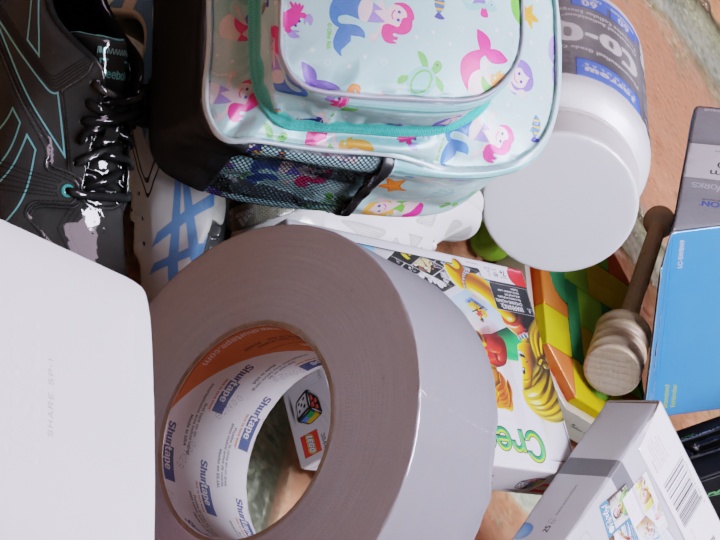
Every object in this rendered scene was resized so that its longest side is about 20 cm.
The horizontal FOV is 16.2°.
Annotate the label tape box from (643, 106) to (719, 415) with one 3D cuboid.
[{"bbox_3d":[0.226,0.007,1.621,0.200,0.063,0.145,-70,164,-55],"label":"label tape box"}]

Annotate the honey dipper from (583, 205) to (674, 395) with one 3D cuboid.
[{"bbox_3d":[0.178,0.013,1.642,0.038,0.038,0.200,56,28,-18],"label":"honey dipper"}]

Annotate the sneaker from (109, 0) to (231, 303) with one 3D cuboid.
[{"bbox_3d":[-0.102,-0.048,1.304,0.072,0.072,0.201,82,7,-76],"label":"sneaker"}]

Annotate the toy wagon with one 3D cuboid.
[{"bbox_3d":[0.130,0.012,1.633,0.155,0.039,0.201,31,46,-45],"label":"toy wagon"}]

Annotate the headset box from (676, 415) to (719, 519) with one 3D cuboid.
[{"bbox_3d":[0.268,0.179,1.608,0.201,0.173,0.093,60,33,-13],"label":"headset box"}]

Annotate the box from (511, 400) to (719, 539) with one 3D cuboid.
[{"bbox_3d":[0.132,0.193,1.364,0.200,0.041,0.156,-52,125,-37],"label":"box"}]

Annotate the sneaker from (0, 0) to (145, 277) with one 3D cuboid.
[{"bbox_3d":[-0.144,-0.069,1.227,0.075,0.079,0.201,-3,75,-57],"label":"sneaker"}]

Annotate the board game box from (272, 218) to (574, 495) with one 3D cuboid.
[{"bbox_3d":[0.030,0.049,1.341,0.199,0.035,0.127,11,57,-48],"label":"board game box"}]

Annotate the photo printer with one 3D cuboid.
[{"bbox_3d":[-0.171,0.053,1.046,0.200,0.069,0.167,28,52,-46],"label":"photo printer"}]

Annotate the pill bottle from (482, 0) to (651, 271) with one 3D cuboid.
[{"bbox_3d":[0.123,-0.089,1.578,0.114,0.113,0.200,53,20,-23],"label":"pill bottle"}]

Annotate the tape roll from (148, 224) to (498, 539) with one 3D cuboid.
[{"bbox_3d":[-0.034,0.083,1.180,0.066,0.199,0.201,27,49,-48],"label":"tape roll"}]

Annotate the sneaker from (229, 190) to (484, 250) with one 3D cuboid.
[{"bbox_3d":[0.000,0.000,1.427,0.200,0.075,0.116,3,76,-48],"label":"sneaker"}]

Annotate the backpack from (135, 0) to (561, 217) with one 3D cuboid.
[{"bbox_3d":[0.006,-0.120,1.255,0.199,0.150,0.179,11,68,-28],"label":"backpack"}]
